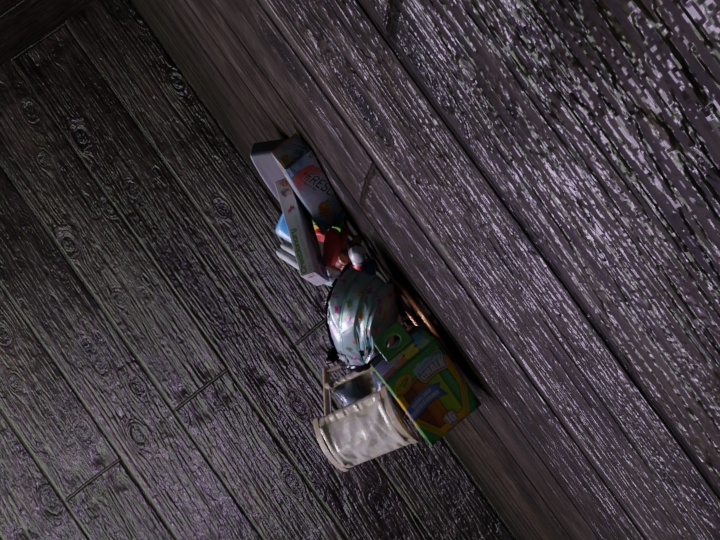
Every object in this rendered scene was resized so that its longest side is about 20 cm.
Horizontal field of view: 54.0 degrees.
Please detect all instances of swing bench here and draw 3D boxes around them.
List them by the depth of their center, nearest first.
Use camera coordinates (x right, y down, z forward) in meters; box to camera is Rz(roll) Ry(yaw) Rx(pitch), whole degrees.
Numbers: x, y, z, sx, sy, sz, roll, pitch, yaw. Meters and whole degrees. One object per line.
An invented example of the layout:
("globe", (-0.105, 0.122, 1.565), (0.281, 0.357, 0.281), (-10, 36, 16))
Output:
("swing bench", (0.015, 0.276, 1.457), (0.130, 0.197, 0.202), (45, -148, -25))

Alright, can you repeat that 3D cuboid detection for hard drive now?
("hard drive", (-0.158, -0.197, 1.567), (0.134, 0.043, 0.201), (5, 138, 48))

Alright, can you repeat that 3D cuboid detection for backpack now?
("backpack", (0.003, 0.084, 1.350), (0.124, 0.169, 0.202), (13, 144, 16))

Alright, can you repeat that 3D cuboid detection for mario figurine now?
("mario figurine", (0.008, -0.018, 1.457), (0.200, 0.107, 0.123), (45, 141, -15))

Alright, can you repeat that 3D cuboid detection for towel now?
("towel", (-0.084, 0.000, 1.657), (0.199, 0.049, 0.170), (29, -173, 39))

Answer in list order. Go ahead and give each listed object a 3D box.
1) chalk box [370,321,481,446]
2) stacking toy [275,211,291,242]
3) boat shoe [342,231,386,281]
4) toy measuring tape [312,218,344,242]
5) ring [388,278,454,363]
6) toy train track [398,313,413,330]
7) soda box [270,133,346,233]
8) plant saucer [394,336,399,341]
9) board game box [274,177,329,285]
("chalk box", (0.106, 0.192, 1.302), (0.201, 0.124, 0.124), (53, 175, -14))
("stacking toy", (-0.137, -0.138, 1.790), (0.108, 0.118, 0.200), (26, -166, -5))
("boat shoe", (0.000, 0.000, 1.572), (0.201, 0.060, 0.076), (52, 175, 24))
("toy measuring tape", (-0.081, -0.087, 1.573), (0.074, 0.073, 0.200), (53, 162, 8))
("ring", (0.119, 0.094, 1.341), (0.202, 0.019, 0.201), (55, 175, 7))
("toy train track", (0.108, 0.126, 1.538), (0.200, 0.032, 0.116), (46, -158, -65))
("soda box", (-0.098, -0.167, 1.374), (0.069, 0.063, 0.201), (50, 174, 38))
("plant saucer", (0.057, 0.151, 1.654), (0.197, 0.035, 0.200), (25, -171, -4))
("board game box", (-0.118, -0.077, 1.446), (0.126, 0.034, 0.204), (44, -152, -76))
